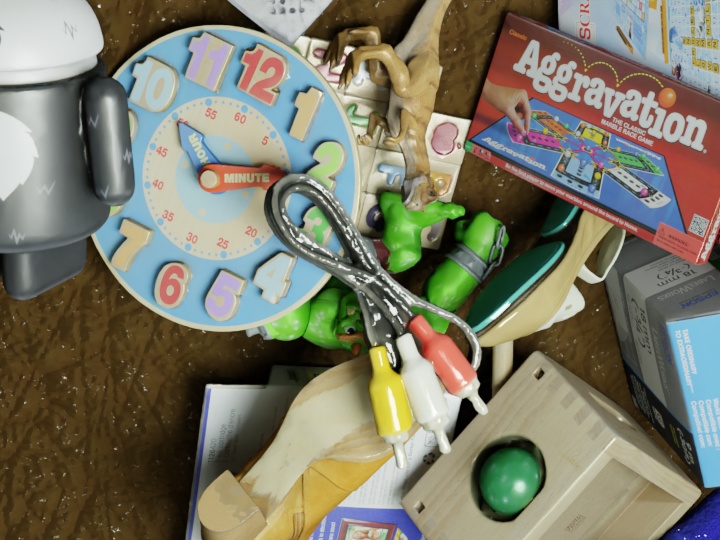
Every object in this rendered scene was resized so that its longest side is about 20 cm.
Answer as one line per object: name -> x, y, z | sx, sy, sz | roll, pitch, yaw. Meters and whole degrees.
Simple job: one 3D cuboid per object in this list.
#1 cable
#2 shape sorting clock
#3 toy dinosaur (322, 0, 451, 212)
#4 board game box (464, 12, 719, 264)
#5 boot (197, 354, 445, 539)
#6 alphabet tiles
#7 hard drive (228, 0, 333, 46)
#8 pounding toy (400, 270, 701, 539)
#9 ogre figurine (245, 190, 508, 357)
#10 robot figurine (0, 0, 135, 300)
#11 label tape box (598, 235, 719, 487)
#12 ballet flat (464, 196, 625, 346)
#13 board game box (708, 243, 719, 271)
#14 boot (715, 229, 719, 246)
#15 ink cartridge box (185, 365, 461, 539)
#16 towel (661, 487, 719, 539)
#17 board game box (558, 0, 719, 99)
cable -> 0.018, 0.019, 0.912 | 0.096, 0.050, 0.202 | -31, 102, -20
shape sorting clock -> -0.095, -0.060, 0.948 | 0.197, 0.039, 0.203 | 1, 93, 13
toy dinosaur -> 0.034, -0.141, 0.981 | 0.105, 0.060, 0.203 | 14, 84, -24
board game box -> 0.164, -0.093, 0.968 | 0.019, 0.199, 0.104 | -4, 117, -51
boot -> -0.027, 0.137, 1.003 | 0.200, 0.071, 0.144 | -34, 160, -9
alphabet tiles -> -0.023, -0.077, 1.019 | 0.197, 0.006, 0.169 | 9, 108, -17
hard drive -> -0.076, -0.257, 0.914 | 0.135, 0.042, 0.200 | -46, 114, 6
pounding toy -> 0.132, 0.141, 1.075 | 0.185, 0.142, 0.199 | -49, 138, 8
ogre figurine -> 0.000, 0.000, 1.006 | 0.198, 0.098, 0.122 | 10, 92, -33
robot figurine -> -0.220, -0.087, 0.900 | 0.148, 0.125, 0.203 | -3, 112, -12
label tape box -> 0.249, 0.073, 1.040 | 0.062, 0.200, 0.146 | -20, 115, -5
ballet flat -> 0.145, -0.004, 1.008 | 0.063, 0.068, 0.201 | 47, 59, -15
board game box -> 0.311, 0.090, 1.089 | 0.040, 0.153, 0.202 | -19, 114, -4
boot -> 0.246, -0.035, 0.978 | 0.143, 0.200, 0.073 | 24, 108, 4
ink cartridge box -> -0.035, 0.170, 1.096 | 0.197, 0.047, 0.200 | 5, 111, -14
towel -> 0.215, 0.266, 1.112 | 0.199, 0.050, 0.149 | -33, 156, -35
board game box -> 0.218, -0.167, 0.944 | 0.041, 0.198, 0.203 | -24, 120, -39
